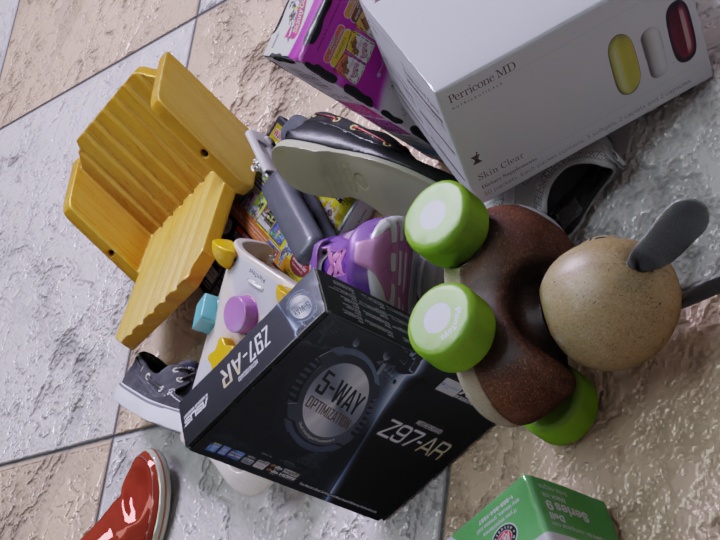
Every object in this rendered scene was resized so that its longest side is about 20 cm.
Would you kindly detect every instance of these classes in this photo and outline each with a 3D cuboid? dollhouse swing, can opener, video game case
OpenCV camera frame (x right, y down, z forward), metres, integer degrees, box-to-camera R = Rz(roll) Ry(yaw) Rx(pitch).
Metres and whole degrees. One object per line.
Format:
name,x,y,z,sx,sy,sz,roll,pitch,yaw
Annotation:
dollhouse swing,-0.219,-0.061,1.490,0.200,0.182,0.176,-40,11,40
can opener,-0.056,-0.074,1.367,0.067,0.052,0.201,-47,39,21
video game case,-0.078,-0.031,1.437,0.182,0.025,0.200,-58,35,9

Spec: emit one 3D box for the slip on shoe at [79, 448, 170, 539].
slip on shoe,-0.232,0.260,1.426,0.074,0.061,0.202,16,81,56

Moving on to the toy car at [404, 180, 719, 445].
toy car,0.155,0.007,1.014,0.199,0.164,0.159,-23,52,31

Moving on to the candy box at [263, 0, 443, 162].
candy box,0.035,-0.187,1.237,0.061,0.199,0.138,19,83,54

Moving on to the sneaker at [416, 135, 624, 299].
sneaker,0.116,-0.034,1.147,0.201,0.074,0.082,-53,35,14

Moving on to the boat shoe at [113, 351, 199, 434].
boat shoe,-0.170,0.115,1.435,0.199,0.069,0.067,13,81,62

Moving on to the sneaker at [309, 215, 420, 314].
sneaker,0.000,0.000,1.176,0.200,0.087,0.081,31,-113,-82

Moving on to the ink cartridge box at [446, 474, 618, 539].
ink cartridge box,0.112,0.257,0.969,0.146,0.084,0.201,-44,40,26

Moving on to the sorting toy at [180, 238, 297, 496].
sorting toy,-0.088,0.086,1.291,0.199,0.106,0.182,31,100,44

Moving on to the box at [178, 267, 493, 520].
box,-0.007,0.097,1.120,0.160,0.199,0.044,-43,41,24

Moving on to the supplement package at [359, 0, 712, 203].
supplement package,0.126,-0.171,1.119,0.199,0.111,0.156,-29,40,-2

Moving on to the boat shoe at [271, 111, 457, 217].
boat shoe,0.018,-0.085,1.285,0.200,0.074,0.063,21,53,34
